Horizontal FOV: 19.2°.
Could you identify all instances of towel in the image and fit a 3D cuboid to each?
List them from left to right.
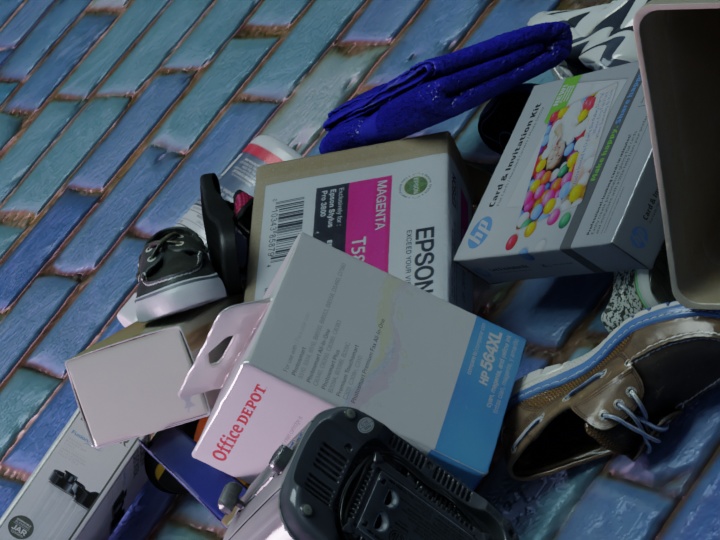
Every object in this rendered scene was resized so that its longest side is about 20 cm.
[{"bbox_3d":[0.063,-0.147,1.694,0.147,0.050,0.200,-29,6,-29],"label":"towel"}]

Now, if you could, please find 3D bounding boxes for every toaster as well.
[{"bbox_3d":[0.006,0.185,1.346,0.129,0.200,0.114,-39,21,48],"label":"toaster"}]

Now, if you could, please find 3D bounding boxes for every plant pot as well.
[{"bbox_3d":[0.300,-0.103,1.311,0.199,0.201,0.177,1,27,26],"label":"plant pot"}]

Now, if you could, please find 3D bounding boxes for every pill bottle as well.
[{"bbox_3d":[-0.108,-0.005,1.817,0.200,0.120,0.119,-49,28,-10],"label":"pill bottle"}]

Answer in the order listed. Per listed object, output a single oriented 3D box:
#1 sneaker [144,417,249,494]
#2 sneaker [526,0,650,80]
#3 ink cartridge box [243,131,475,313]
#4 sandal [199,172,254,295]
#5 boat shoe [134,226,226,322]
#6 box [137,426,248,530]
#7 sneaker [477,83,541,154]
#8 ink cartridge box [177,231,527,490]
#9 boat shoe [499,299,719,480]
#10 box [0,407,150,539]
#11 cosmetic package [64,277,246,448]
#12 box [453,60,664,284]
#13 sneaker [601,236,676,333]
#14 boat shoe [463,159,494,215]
[{"bbox_3d":[-0.097,0.141,1.646,0.200,0.070,0.090,-24,30,29],"label":"sneaker"},{"bbox_3d":[0.220,-0.194,1.704,0.129,0.080,0.199,-33,15,-5],"label":"sneaker"},{"bbox_3d":[0.000,0.000,1.617,0.164,0.075,0.201,-11,48,14],"label":"ink cartridge box"},{"bbox_3d":[-0.097,-0.028,1.677,0.045,0.075,0.200,-11,18,-7],"label":"sandal"},{"bbox_3d":[-0.143,0.000,1.615,0.068,0.057,0.200,-18,5,-4],"label":"boat shoe"},{"bbox_3d":[-0.083,0.175,1.524,0.032,0.121,0.200,-48,28,-8],"label":"box"},{"bbox_3d":[0.146,-0.095,1.662,0.078,0.070,0.200,-48,27,-20],"label":"sneaker"},{"bbox_3d":[-0.012,0.080,1.441,0.129,0.199,0.126,-58,8,49],"label":"ink cartridge box"},{"bbox_3d":[0.172,0.086,1.378,0.200,0.072,0.073,-33,32,40],"label":"boat shoe"},{"bbox_3d":[-0.243,0.208,1.696,0.200,0.060,0.117,-57,-9,-26],"label":"box"},{"bbox_3d":[-0.133,0.065,1.623,0.105,0.071,0.200,-17,6,18],"label":"cosmetic package"},{"bbox_3d":[0.161,-0.070,1.500,0.200,0.041,0.156,-7,54,62],"label":"box"},{"bbox_3d":[0.206,-0.031,1.495,0.088,0.077,0.200,-30,27,41],"label":"sneaker"},{"bbox_3d":[0.045,-0.070,1.750,0.200,0.076,0.072,3,48,51],"label":"boat shoe"}]
